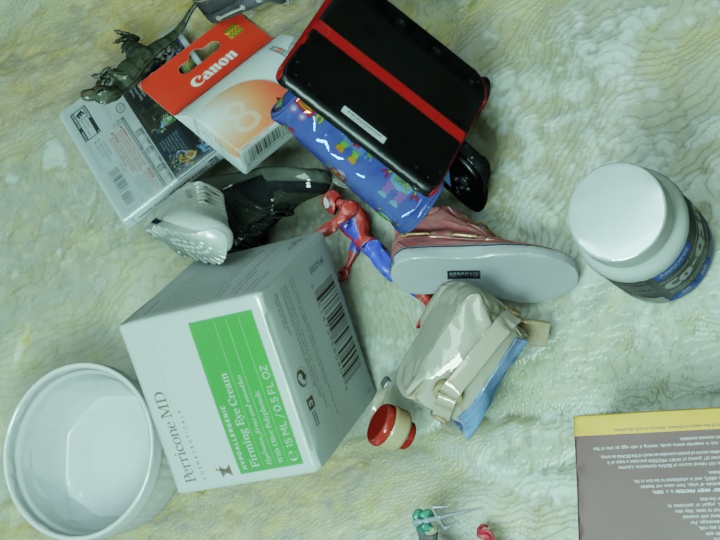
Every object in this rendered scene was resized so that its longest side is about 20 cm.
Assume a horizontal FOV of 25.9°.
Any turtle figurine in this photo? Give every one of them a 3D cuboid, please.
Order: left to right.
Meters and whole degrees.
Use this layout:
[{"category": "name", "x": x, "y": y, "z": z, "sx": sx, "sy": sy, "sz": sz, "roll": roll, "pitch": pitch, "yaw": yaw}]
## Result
[{"category": "turtle figurine", "x": 0.081, "y": 0.331, "z": 1.606, "sx": 0.200, "sy": 0.100, "sz": 0.150, "roll": -36, "pitch": 53, "yaw": 29}]

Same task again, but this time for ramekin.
[{"category": "ramekin", "x": -0.295, "y": 0.209, "z": 1.786, "sx": 0.199, "sy": 0.105, "sz": 0.201, "roll": -4, "pitch": 79, "yaw": 23}]

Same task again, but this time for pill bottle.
[{"category": "pill bottle", "x": 0.274, "y": -0.037, "z": 1.535, "sx": 0.113, "sy": 0.200, "sz": 0.114, "roll": -4, "pitch": 79, "yaw": 22}]

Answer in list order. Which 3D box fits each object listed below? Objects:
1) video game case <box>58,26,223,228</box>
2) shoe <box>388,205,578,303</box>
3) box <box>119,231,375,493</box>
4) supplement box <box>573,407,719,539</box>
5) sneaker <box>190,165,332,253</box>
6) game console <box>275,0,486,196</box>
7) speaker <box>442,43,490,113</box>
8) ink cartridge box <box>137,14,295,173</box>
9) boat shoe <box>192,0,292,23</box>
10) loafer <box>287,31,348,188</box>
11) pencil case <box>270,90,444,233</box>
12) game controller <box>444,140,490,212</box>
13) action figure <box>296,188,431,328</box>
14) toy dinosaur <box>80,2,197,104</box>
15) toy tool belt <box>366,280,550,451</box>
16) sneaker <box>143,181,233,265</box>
[{"category": "video game case", "x": -0.243, "y": -0.171, "z": 1.843, "sx": 0.182, "sy": 0.023, "sz": 0.200, "roll": -37, "pitch": 56, "yaw": 2}, {"category": "shoe", "x": 0.130, "y": -0.023, "z": 1.665, "sx": 0.199, "sy": 0.072, "sz": 0.091, "roll": 2, "pitch": 43, "yaw": 1}, {"category": "box", "x": -0.113, "y": 0.095, "z": 1.643, "sx": 0.171, "sy": 0.200, "sz": 0.200, "roll": -12, "pitch": 105, "yaw": 23}, {"category": "supplement box", "x": 0.318, "y": 0.239, "z": 1.502, "sx": 0.196, "sy": 0.133, "sz": 0.201, "roll": -6, "pitch": 78, "yaw": 22}, {"category": "sneaker", "x": -0.112, "y": -0.058, "z": 1.768, "sx": 0.199, "sy": 0.076, "sz": 0.115, "roll": -10, "pitch": 81, "yaw": 32}, {"category": "game console", "x": 0.026, "y": -0.188, "z": 1.591, "sx": 0.200, "sy": 0.031, "sz": 0.177, "roll": 36, "pitch": 54, "yaw": -9}, {"category": "speaker", "x": 0.046, "y": -0.236, "z": 1.736, "sx": 0.200, "sy": 0.081, "sz": 0.081, "roll": 40, "pitch": 97, "yaw": 24}, {"category": "ink cartridge box", "x": -0.138, "y": -0.220, "z": 1.789, "sx": 0.162, "sy": 0.050, "sz": 0.200, "roll": -41, "pitch": 62, "yaw": -19}, {"category": "boat shoe", "x": -0.102, "y": -0.344, "z": 1.840, "sx": 0.199, "sy": 0.063, "sz": 0.073, "roll": -16, "pitch": 37, "yaw": 8}, {"category": "loafer", "x": -0.040, "y": -0.164, "z": 1.704, "sx": 0.070, "sy": 0.201, "sz": 0.070, "roll": -1, "pitch": 42, "yaw": 24}, {"category": "pencil case", "x": 0.001, "y": -0.130, "z": 1.619, "sx": 0.200, "sy": 0.078, "sz": 0.087, "roll": 42, "pitch": 82, "yaw": -13}, {"category": "game controller", "x": 0.063, "y": -0.143, "z": 1.683, "sx": 0.042, "sy": 0.104, "sz": 0.200, "roll": -38, "pitch": 67, "yaw": -20}, {"category": "action figure", "x": 0.000, "y": 0.000, "z": 1.719, "sx": 0.099, "sy": 0.065, "sz": 0.200, "roll": -37, "pitch": 68, "yaw": 3}, {"category": "toy dinosaur", "x": -0.270, "y": -0.251, "z": 1.852, "sx": 0.088, "sy": 0.048, "sz": 0.200, "roll": 5, "pitch": 46, "yaw": 44}, {"category": "toy tool belt", "x": 0.106, "y": 0.118, "z": 1.624, "sx": 0.123, "sy": 0.125, "sz": 0.201, "roll": 27, "pitch": 99, "yaw": -19}, {"category": "sneaker", "x": -0.177, "y": -0.058, "z": 1.688, "sx": 0.081, "sy": 0.076, "sz": 0.200, "roll": -55, "pitch": 23, "yaw": -8}]
